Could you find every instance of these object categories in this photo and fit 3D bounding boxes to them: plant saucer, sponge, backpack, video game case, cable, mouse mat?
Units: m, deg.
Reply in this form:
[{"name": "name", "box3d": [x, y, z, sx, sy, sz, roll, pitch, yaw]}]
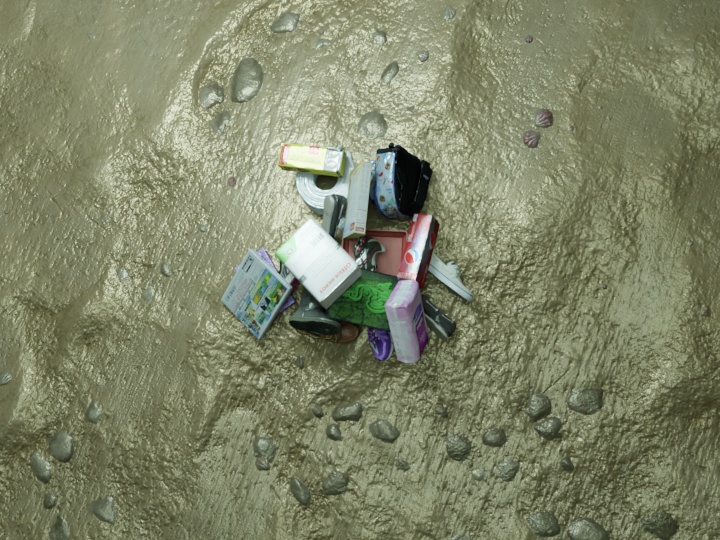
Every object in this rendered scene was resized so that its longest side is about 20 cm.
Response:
[{"name": "plant saucer", "box3d": [0.040, -0.019, 1.650, 0.195, 0.037, 0.205, 3, 88, 8]}, {"name": "sponge", "box3d": [-0.292, 0.044, 1.699, 0.111, 0.030, 0.202, -33, 79, 2]}, {"name": "backpack", "box3d": [0.102, -0.246, 1.610, 0.152, 0.198, 0.195, -11, 75, 38]}, {"name": "video game case", "box3d": [-0.313, 0.071, 1.658, 0.182, 0.022, 0.201, 41, 111, 17]}, {"name": "cable", "box3d": [-0.100, -0.275, 1.697, 0.197, 0.069, 0.203, -24, 77, 4]}, {"name": "mouse mat", "box3d": [0.013, 0.075, 1.549, 0.196, 0.008, 0.164, 13, 72, -10]}]

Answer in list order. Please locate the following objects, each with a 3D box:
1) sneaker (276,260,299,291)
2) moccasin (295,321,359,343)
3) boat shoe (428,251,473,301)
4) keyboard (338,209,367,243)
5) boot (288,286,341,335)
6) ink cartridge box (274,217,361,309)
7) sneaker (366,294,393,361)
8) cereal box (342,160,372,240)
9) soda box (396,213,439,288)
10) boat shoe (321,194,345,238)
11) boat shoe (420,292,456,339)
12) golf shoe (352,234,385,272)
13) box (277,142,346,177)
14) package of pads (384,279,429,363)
[{"name": "sneaker", "box3d": [-0.192, -0.030, 1.638, 0.087, 0.073, 0.201, 43, 108, 21]}, {"name": "moccasin", "box3d": [-0.101, 0.168, 1.628, 0.198, 0.078, 0.075, 15, 84, 10]}, {"name": "boat shoe", "box3d": [0.257, 0.007, 1.610, 0.199, 0.071, 0.070, 41, 91, 18]}, {"name": "keyboard", "box3d": [-0.022, -0.127, 1.696, 0.199, 0.011, 0.056, 42, 89, 11]}, {"name": "boot", "box3d": [-0.106, 0.080, 1.604, 0.179, 0.073, 0.202, 9, 52, 24]}, {"name": "ink cartridge box", "box3d": [-0.114, -0.018, 1.518, 0.145, 0.084, 0.200, -43, 71, -7]}, {"name": "sneaker", "box3d": [0.040, 0.163, 1.592, 0.079, 0.083, 0.204, -9, 93, 27]}, {"name": "cereal box", "box3d": [-0.009, -0.195, 1.580, 0.039, 0.144, 0.204, 7, 86, -14]}, {"name": "soda box", "box3d": [0.166, -0.056, 1.582, 0.062, 0.070, 0.204, 10, 76, 30]}, {"name": "boat shoe", "box3d": [-0.086, -0.131, 1.642, 0.056, 0.203, 0.067, -7, 38, -30]}, {"name": "boat shoe", "box3d": [0.196, 0.111, 1.599, 0.057, 0.067, 0.200, -43, 91, -19]}, {"name": "golf shoe", "box3d": [0.000, 0.000, 1.601, 0.087, 0.077, 0.203, 24, 91, 3]}, {"name": "box", "box3d": [-0.144, -0.330, 1.653, 0.196, 0.050, 0.077, 10, 83, 13]}, {"name": "package of pads", "box3d": [0.130, 0.141, 1.527, 0.074, 0.121, 0.203, 3, 124, 28]}]
